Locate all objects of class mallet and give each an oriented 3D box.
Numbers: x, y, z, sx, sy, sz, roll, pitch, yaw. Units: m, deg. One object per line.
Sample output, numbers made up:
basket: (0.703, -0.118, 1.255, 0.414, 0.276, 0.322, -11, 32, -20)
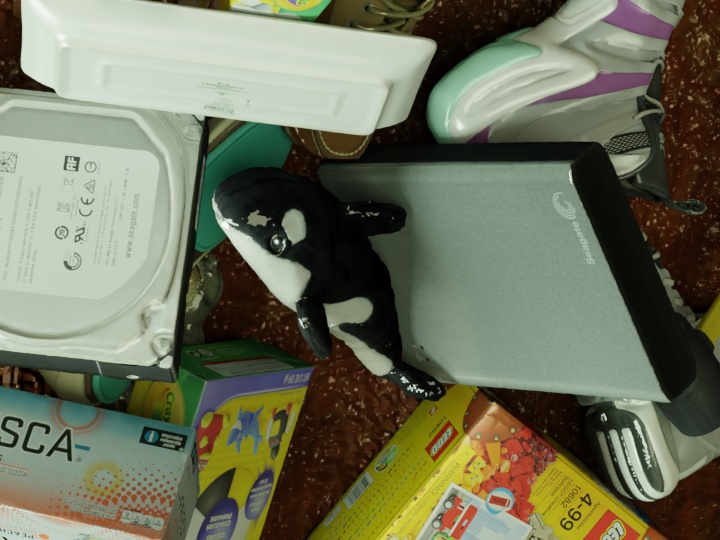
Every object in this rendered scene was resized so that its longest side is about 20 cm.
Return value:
mallet: (0.207, -0.006, 1.408, 0.066, 0.041, 0.201, 44, 62, -30)

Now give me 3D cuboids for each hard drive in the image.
hard drive: (-0.182, -0.023, 1.289, 0.198, 0.038, 0.141, 6, 73, 3)
hard drive: (0.075, -0.002, 1.337, 0.033, 0.199, 0.140, -38, 114, -32)

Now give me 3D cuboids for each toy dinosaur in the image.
toy dinosaur: (-0.129, 0.072, 1.387, 0.088, 0.047, 0.201, 5, 108, -22)

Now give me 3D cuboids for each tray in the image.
tray: (-0.068, -0.097, 1.251, 0.198, 0.107, 0.022, 7, 73, -6)

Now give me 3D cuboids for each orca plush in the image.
orca plush: (0.000, 0.000, 1.338, 0.071, 0.106, 0.200, -29, 127, 12)

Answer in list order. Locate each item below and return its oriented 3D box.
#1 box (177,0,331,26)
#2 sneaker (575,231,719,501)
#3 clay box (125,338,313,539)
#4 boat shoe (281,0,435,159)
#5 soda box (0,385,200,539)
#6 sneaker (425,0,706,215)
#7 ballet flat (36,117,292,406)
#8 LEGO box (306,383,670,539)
box: (-0.042, -0.173, 1.237, 0.048, 0.200, 0.118, 7, 73, -15)
sneaker: (0.166, 0.019, 1.441, 0.115, 0.075, 0.201, -21, 101, -31)
clay box: (-0.098, 0.140, 1.378, 0.047, 0.115, 0.201, 22, 103, 26)
boat shoe: (0.002, -0.155, 1.324, 0.075, 0.074, 0.202, -6, 110, -41)
soda box: (-0.183, 0.101, 1.278, 0.198, 0.069, 0.064, 13, 147, 6)
sneaker: (0.148, -0.093, 1.359, 0.200, 0.078, 0.140, -39, 82, -2)
ballet flat: (-0.112, -0.021, 1.343, 0.069, 0.069, 0.201, 44, 67, -21)
LEGO box: (0.053, 0.179, 1.445, 0.149, 0.077, 0.200, 38, 94, -21)
